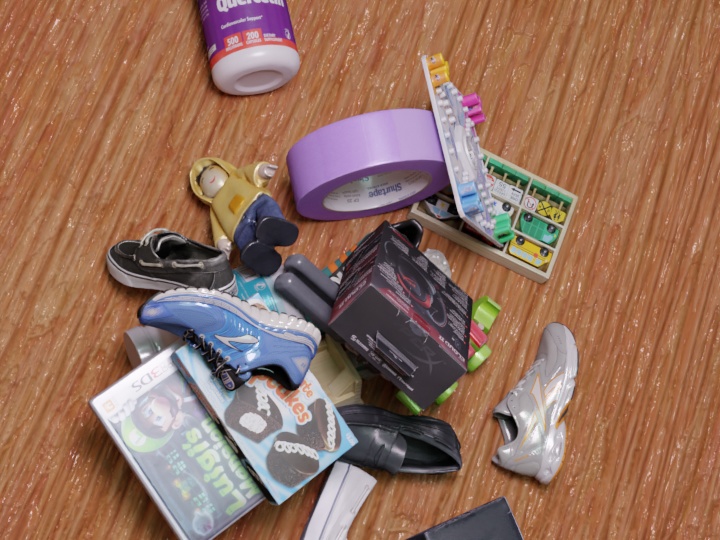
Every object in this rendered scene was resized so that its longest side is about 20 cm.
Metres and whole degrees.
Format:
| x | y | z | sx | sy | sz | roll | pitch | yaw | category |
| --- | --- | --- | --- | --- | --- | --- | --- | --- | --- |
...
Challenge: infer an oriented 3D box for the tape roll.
| x | y | z | sx | sy | sz | roll | pitch | yaw | category |
| --- | --- | --- | --- | --- | --- | --- | --- | --- | --- |
| 0.013 | -0.125 | 1.745 | 0.197 | 0.200 | 0.067 | -8 | 75 | -17 | tape roll |

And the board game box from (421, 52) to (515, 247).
| x | y | z | sx | sy | sz | roll | pitch | yaw | category |
| --- | --- | --- | --- | --- | --- | --- | --- | --- | --- |
| 0.134 | -0.143 | 1.764 | 0.026 | 0.200 | 0.203 | -17 | 75 | 16 | board game box |

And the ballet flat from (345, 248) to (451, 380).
| x | y | z | sx | sy | sz | roll | pitch | yaw | category |
| --- | --- | --- | --- | --- | --- | --- | --- | --- | --- |
| 0.059 | 0.054 | 1.775 | 0.071 | 0.072 | 0.201 | 38 | 68 | -1 | ballet flat |

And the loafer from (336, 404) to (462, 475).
| x | y | z | sx | sy | sz | roll | pitch | yaw | category |
| --- | --- | --- | --- | --- | --- | --- | --- | --- | --- |
| 0.031 | 0.202 | 1.696 | 0.198 | 0.069 | 0.071 | 9 | 29 | -27 | loafer |

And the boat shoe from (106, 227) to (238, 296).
| x | y | z | sx | sy | sz | roll | pitch | yaw | category |
| --- | --- | --- | --- | --- | --- | --- | --- | --- | --- |
| -0.219 | -0.016 | 1.667 | 0.071 | 0.198 | 0.064 | -38 | 129 | -40 | boat shoe |

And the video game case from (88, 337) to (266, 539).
| x | y | z | sx | sy | sz | roll | pitch | yaw | category |
| --- | --- | --- | --- | --- | --- | --- | --- | --- | --- |
| -0.170 | 0.176 | 1.598 | 0.181 | 0.023 | 0.201 | -35 | 94 | -19 | video game case |

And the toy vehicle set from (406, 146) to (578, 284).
| x | y | z | sx | sy | sz | roll | pitch | yaw | category |
| --- | --- | --- | --- | --- | --- | --- | --- | --- | --- |
| 0.170 | -0.081 | 1.867 | 0.198 | 0.027 | 0.125 | 25 | 69 | -6 | toy vehicle set |

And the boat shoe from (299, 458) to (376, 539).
| x | y | z | sx | sy | sz | roll | pitch | yaw | category |
| --- | --- | --- | --- | --- | --- | --- | --- | --- | --- |
| -0.037 | 0.315 | 1.665 | 0.065 | 0.074 | 0.202 | 24 | 70 | -2 | boat shoe |

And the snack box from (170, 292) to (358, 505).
| x | y | z | sx | sy | sz | roll | pitch | yaw | category |
| --- | --- | --- | --- | --- | --- | --- | --- | --- | --- |
| -0.105 | 0.141 | 1.594 | 0.116 | 0.037 | 0.201 | -35 | 93 | -20 | snack box |

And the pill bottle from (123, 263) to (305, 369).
| x | y | z | sx | sy | sz | roll | pitch | yaw | category |
| --- | --- | --- | --- | --- | --- | --- | --- | --- | --- |
| -0.170 | 0.067 | 1.686 | 0.198 | 0.111 | 0.112 | -22 | 80 | -19 | pill bottle |

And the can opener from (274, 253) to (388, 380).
| x | y | z | sx | sy | sz | roll | pitch | yaw | category |
| --- | --- | --- | --- | --- | --- | --- | --- | --- | --- |
| -0.009 | 0.054 | 1.671 | 0.200 | 0.066 | 0.054 | 42 | 61 | -26 | can opener |

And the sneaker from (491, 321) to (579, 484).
| x | y | z | sx | sy | sz | roll | pitch | yaw | category |
| --- | --- | --- | --- | --- | --- | --- | --- | --- | --- |
| 0.211 | 0.154 | 1.783 | 0.091 | 0.076 | 0.203 | 13 | 69 | -6 | sneaker |

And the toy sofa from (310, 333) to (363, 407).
| x | y | z | sx | sy | sz | roll | pitch | yaw | category |
| --- | --- | --- | --- | --- | --- | --- | --- | --- | --- |
| -0.099 | 0.161 | 1.701 | 0.198 | 0.098 | 0.083 | -23 | 57 | -19 | toy sofa |

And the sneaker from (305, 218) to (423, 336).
| x | y | z | sx | sy | sz | roll | pitch | yaw | category |
| --- | --- | --- | --- | --- | --- | --- | --- | --- | --- |
| 0.000 | 0.000 | 1.756 | 0.071 | 0.080 | 0.200 | 46 | 60 | 3 | sneaker |

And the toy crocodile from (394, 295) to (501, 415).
| x | y | z | sx | sy | sz | roll | pitch | yaw | category |
| --- | --- | --- | --- | --- | --- | --- | --- | --- | --- |
| 0.109 | 0.103 | 1.761 | 0.068 | 0.062 | 0.200 | 47 | 49 | 3 | toy crocodile |

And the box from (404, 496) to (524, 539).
| x | y | z | sx | sy | sz | roll | pitch | yaw | category |
| --- | --- | --- | --- | --- | --- | --- | --- | --- | --- |
| 0.116 | 0.354 | 1.625 | 0.106 | 0.200 | 0.150 | -20 | 80 | -20 | box |

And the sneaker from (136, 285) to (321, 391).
| x | y | z | sx | sy | sz | roll | pitch | yaw | category |
| --- | --- | --- | --- | --- | --- | --- | --- | --- | --- |
| -0.141 | 0.076 | 1.532 | 0.198 | 0.079 | 0.090 | 17 | 72 | -13 | sneaker |

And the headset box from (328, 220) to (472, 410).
| x | y | z | sx | sy | sz | roll | pitch | yaw | category |
| --- | --- | --- | --- | --- | --- | --- | --- | --- | --- |
| 0.048 | 0.051 | 1.629 | 0.148 | 0.201 | 0.075 | 41 | 112 | -13 | headset box |

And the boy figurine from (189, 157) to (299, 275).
| x | y | z | sx | sy | sz | roll | pitch | yaw | category |
| --- | --- | --- | --- | --- | --- | --- | --- | --- | --- |
| -0.139 | -0.079 | 1.709 | 0.064 | 0.200 | 0.125 | 22 | 109 | -39 | boy figurine |

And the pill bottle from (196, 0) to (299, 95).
| x | y | z | sx | sy | sz | roll | pitch | yaw | category |
| --- | --- | --- | --- | --- | --- | --- | --- | --- | --- |
| -0.147 | -0.329 | 1.813 | 0.111 | 0.112 | 0.203 | -9 | 76 | -17 | pill bottle |
